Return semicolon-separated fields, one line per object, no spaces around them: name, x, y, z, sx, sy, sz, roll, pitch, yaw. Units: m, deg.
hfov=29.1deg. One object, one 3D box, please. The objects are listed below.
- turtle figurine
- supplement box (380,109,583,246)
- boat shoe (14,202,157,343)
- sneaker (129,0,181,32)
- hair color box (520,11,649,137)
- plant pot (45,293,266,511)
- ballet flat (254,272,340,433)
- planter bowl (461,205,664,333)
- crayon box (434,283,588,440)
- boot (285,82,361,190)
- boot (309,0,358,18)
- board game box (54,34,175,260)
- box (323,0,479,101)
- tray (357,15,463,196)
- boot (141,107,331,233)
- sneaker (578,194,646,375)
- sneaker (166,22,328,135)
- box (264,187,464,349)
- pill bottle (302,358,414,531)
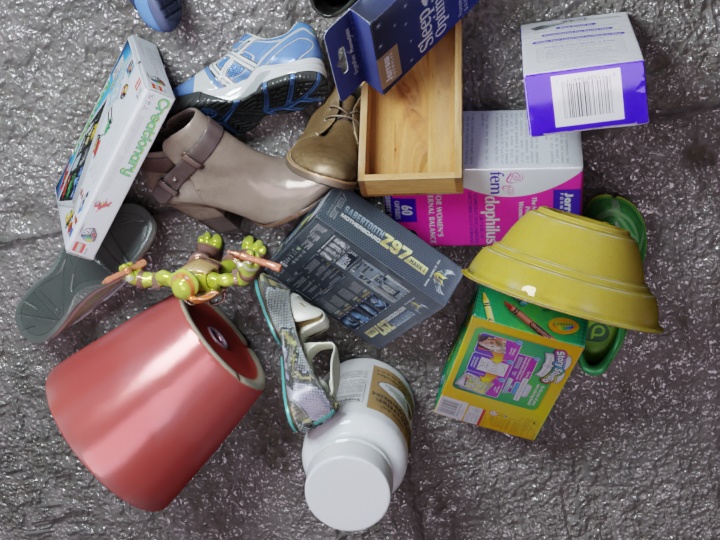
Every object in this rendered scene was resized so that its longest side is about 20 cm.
turtle figurine;-0.154;0.003;1.445;0.198;0.161;0.065;-7;101;18
supplement box;0.124;-0.094;1.402;0.198;0.104;0.102;-2;131;6
boat shoe;-0.296;0.002;1.529;0.074;0.065;0.202;46;105;8
sneaker;-0.253;-0.317;1.384;0.082;0.074;0.201;-32;98;19
hair color box;0.208;-0.188;1.311;0.108;0.200;0.065;-6;113;9
plant pot;-0.212;0.128;1.505;0.177;0.201;0.201;-41;103;10
ballet flat;-0.060;0.079;1.473;0.071;0.201;0.072;-11;144;-8
planter bowl;0.202;-0.010;1.315;0.199;0.200;0.084;16;96;0
crayon box;0.157;0.095;1.461;0.118;0.059;0.201;16;143;0
boot;-0.028;-0.135;1.360;0.073;0.200;0.076;18;111;-7
boot;0.043;-0.312;1.317;0.200;0.131;0.068;-38;102;18
board game box;-0.256;-0.127;1.430;0.034;0.127;0.201;18;116;-28
box;0.050;-0.247;1.305;0.032;0.121;0.200;40;76;22
tray;0.051;-0.169;1.355;0.098;0.202;0.037;-1;154;7
boot;-0.132;-0.111;1.433;0.199;0.071;0.146;-21;130;24
sneaker;0.261;0.019;1.453;0.073;0.084;0.202;4;112;5
sneaker;-0.120;-0.194;1.426;0.199;0.078;0.076;-12;155;24
box;0.000;0.000;1.428;0.157;0.200;0.051;35;67;-6
pill bottle;-0.003;0.186;1.488;0.113;0.200;0.115;2;113;5
